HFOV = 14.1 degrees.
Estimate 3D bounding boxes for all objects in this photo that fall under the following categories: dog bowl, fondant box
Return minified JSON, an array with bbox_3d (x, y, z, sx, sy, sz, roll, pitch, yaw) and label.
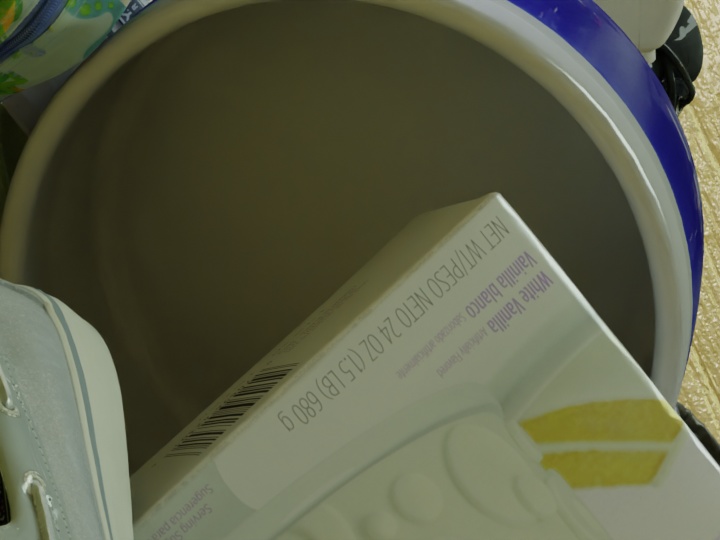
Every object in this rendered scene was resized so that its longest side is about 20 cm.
[{"bbox_3d":[0.000,0.000,0.852,0.200,0.200,0.079,64,20,-14],"label":"dog bowl"},{"bbox_3d":[0.039,0.101,0.765,0.200,0.144,0.058,51,-19,-10],"label":"fondant box"}]

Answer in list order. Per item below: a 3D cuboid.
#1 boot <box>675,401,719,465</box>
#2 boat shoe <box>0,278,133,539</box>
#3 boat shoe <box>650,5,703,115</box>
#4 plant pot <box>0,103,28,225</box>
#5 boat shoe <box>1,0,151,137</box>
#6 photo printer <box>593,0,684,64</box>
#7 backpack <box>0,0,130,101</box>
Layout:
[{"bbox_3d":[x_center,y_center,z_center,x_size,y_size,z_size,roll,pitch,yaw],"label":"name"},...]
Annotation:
[{"bbox_3d":[0.064,0.153,1.011,0.073,0.200,0.182,53,11,-36],"label":"boot"},{"bbox_3d":[-0.088,0.083,0.666,0.071,0.070,0.201,26,38,-42],"label":"boat shoe"},{"bbox_3d":[0.091,-0.076,1.048,0.199,0.066,0.075,-84,149,-79],"label":"boat shoe"},{"bbox_3d":[-0.016,-0.012,1.069,0.200,0.184,0.201,-24,90,-84],"label":"plant pot"},{"bbox_3d":[-0.129,-0.092,0.968,0.074,0.065,0.200,54,-11,-26],"label":"boat shoe"},{"bbox_3d":[0.004,-0.122,0.994,0.200,0.166,0.070,-117,-156,-64],"label":"photo printer"},{"bbox_3d":[-0.102,-0.144,0.846,0.200,0.163,0.154,-46,114,-48],"label":"backpack"}]
